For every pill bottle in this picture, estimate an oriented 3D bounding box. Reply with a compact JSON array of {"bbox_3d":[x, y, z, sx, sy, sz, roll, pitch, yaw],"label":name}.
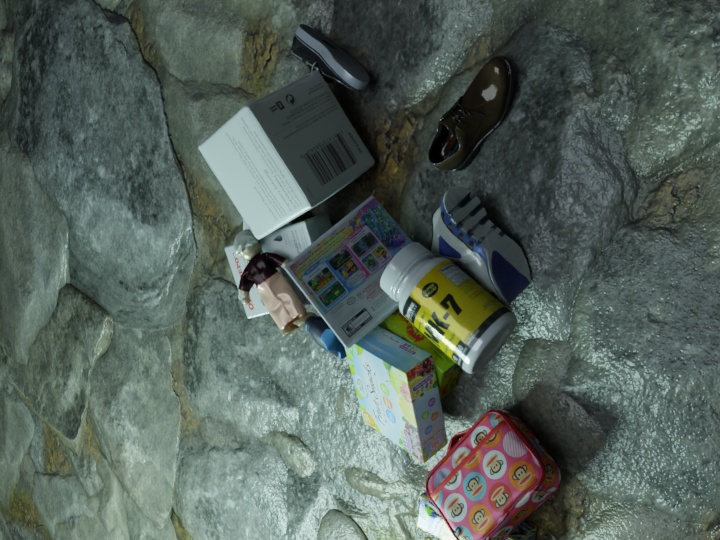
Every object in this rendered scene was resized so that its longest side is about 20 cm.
[{"bbox_3d":[0.132,0.053,1.201,0.200,0.114,0.115,41,123,22],"label":"pill bottle"}]

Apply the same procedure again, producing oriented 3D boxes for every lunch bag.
[{"bbox_3d":[0.204,0.327,1.251,0.200,0.082,0.176,-50,47,15],"label":"lunch bag"}]

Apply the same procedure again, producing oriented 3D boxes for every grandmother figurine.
[{"bbox_3d":[-0.166,0.018,1.379,0.121,0.061,0.201,-32,84,4],"label":"grandmother figurine"}]

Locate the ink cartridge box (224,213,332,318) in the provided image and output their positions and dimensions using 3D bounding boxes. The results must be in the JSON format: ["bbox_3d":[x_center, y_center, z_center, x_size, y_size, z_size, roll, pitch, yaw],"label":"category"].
[{"bbox_3d":[-0.137,-0.006,1.435,0.199,0.084,0.146,-15,96,33],"label":"ink cartridge box"}]

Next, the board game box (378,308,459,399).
[{"bbox_3d":[0.085,0.122,1.345,0.200,0.047,0.102,44,153,27],"label":"board game box"}]

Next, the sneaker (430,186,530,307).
[{"bbox_3d":[0.179,-0.032,1.243,0.200,0.080,0.115,55,154,1],"label":"sneaker"}]

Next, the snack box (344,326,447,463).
[{"bbox_3d":[0.060,0.206,1.340,0.168,0.067,0.202,26,137,46],"label":"snack box"}]

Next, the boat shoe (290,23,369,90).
[{"bbox_3d":[-0.061,-0.363,1.384,0.199,0.073,0.068,44,120,27],"label":"boat shoe"}]

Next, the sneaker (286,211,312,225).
[{"bbox_3d":[-0.124,-0.040,1.512,0.108,0.070,0.201,-40,75,37],"label":"sneaker"}]

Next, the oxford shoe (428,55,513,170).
[{"bbox_3d":[0.169,-0.237,1.198,0.073,0.084,0.201,44,123,28],"label":"oxford shoe"}]

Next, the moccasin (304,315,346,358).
[{"bbox_3d":[-0.046,0.107,1.402,0.068,0.200,0.081,34,83,17],"label":"moccasin"}]

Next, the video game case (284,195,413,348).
[{"bbox_3d":[0.000,0.000,1.312,0.200,0.024,0.182,-39,71,-3],"label":"video game case"}]

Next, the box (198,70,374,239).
[{"bbox_3d":[-0.127,-0.201,1.356,0.171,0.199,0.201,-26,100,46],"label":"box"}]

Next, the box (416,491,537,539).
[{"bbox_3d":[0.194,0.436,1.323,0.199,0.070,0.065,15,107,39],"label":"box"}]

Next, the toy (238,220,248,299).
[{"bbox_3d":[-0.223,-0.022,1.620,0.114,0.047,0.202,15,109,38],"label":"toy"}]
